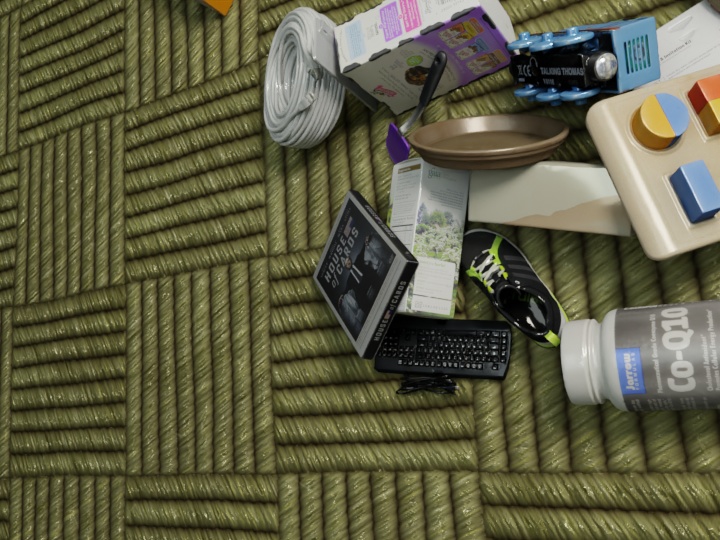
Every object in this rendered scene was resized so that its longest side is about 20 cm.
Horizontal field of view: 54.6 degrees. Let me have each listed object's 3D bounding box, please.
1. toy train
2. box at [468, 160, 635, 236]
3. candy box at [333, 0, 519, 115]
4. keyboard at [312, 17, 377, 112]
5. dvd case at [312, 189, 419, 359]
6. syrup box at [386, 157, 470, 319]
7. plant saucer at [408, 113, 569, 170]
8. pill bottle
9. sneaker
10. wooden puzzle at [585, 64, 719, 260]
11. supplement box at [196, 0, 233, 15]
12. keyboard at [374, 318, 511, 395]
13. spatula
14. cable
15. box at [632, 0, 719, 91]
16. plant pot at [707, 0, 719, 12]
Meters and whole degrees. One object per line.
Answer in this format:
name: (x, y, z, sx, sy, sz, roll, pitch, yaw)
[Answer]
toy train: (0.257, -0.249, 0.829, 0.112, 0.200, 0.088, -18, 109, -11)
box: (0.239, -0.093, 0.849, 0.197, 0.094, 0.079, 9, 102, 32)
candy box: (0.090, -0.300, 0.927, 0.197, 0.167, 0.073, -18, 74, 26)
keyboard: (-0.016, -0.280, 0.968, 0.010, 0.199, 0.057, 6, 85, 25)
dvd case: (0.000, 0.000, 0.957, 0.200, 0.024, 0.152, 53, 126, 50)
syrup box: (0.083, -0.041, 0.932, 0.081, 0.078, 0.204, -2, 80, 62)
plant saucer: (0.158, -0.162, 0.869, 0.197, 0.200, 0.030, 9, 117, 30)
pill bottle: (0.329, 0.095, 0.764, 0.197, 0.113, 0.116, -9, 79, 29)
sneaker: (0.187, 0.014, 0.874, 0.072, 0.082, 0.200, -50, 61, 14)
wooden puzzle: (0.364, -0.127, 0.730, 0.197, 0.046, 0.188, -19, 73, 0)
supplement box: (-0.295, -0.557, 1.242, 0.199, 0.073, 0.127, 35, 100, 29)
keyboard: (0.103, 0.117, 0.936, 0.197, 0.039, 0.106, -2, 81, 31)
spatula: (0.075, -0.216, 0.947, 0.057, 0.020, 0.201, 57, 144, 23)
cable: (-0.087, -0.286, 1.040, 0.200, 0.068, 0.203, -42, 51, 55)
box: (0.411, -0.205, 0.801, 0.155, 0.041, 0.203, -30, 70, 22)
plant pot: (0.444, -0.381, 0.691, 0.184, 0.200, 0.191, -4, 75, 15)
